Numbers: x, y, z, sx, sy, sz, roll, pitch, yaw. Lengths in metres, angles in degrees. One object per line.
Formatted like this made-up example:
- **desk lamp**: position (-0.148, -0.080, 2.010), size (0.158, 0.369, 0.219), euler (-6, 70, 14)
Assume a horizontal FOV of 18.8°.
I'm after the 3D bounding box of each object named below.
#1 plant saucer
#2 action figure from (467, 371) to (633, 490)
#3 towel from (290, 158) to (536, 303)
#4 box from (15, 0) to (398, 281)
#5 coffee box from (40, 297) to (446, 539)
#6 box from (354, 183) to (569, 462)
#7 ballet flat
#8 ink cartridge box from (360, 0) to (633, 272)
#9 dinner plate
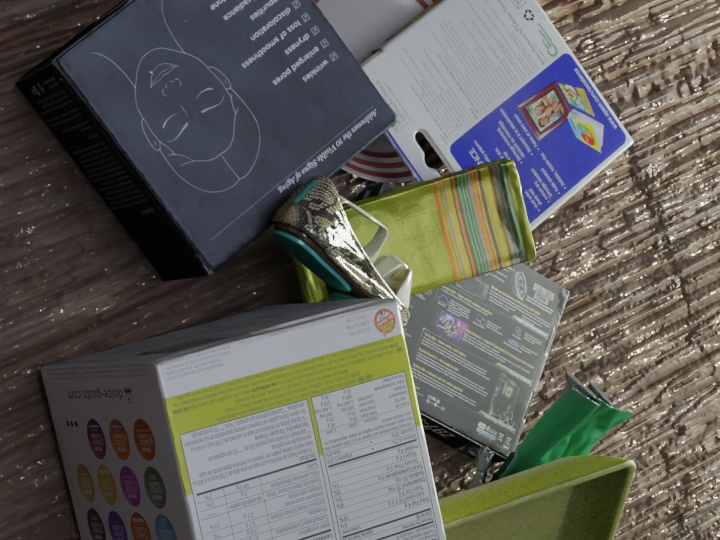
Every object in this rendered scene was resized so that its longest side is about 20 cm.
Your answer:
- **plant saucer**: position (0.105, 0.228, 1.713), size (0.200, 0.200, 0.048), euler (-16, 48, -26)
- **action figure**: position (0.125, 0.172, 1.749), size (0.200, 0.055, 0.118), euler (-50, 144, 10)
- **towel**: position (0.042, -0.024, 1.726), size (0.200, 0.018, 0.086), euler (-17, 92, -18)
- **box**: position (-0.116, -0.129, 1.649), size (0.200, 0.124, 0.197), euler (-40, 101, -20)
- **coffee box**: position (-0.086, 0.140, 1.588), size (0.200, 0.200, 0.198), euler (-15, 95, -31)
- **box**: position (0.061, 0.045, 1.781), size (0.200, 0.044, 0.160), euler (28, 70, -23)
- **ballet flat**: position (0.000, 0.000, 1.649), size (0.075, 0.068, 0.200), euler (-53, 138, -19)
- **ink cartridge box**: position (0.102, -0.129, 1.801), size (0.200, 0.047, 0.198), euler (-39, 99, -25)
- **dinner plate**: position (0.014, -0.170, 1.798), size (0.200, 0.024, 0.200), euler (4, 81, -28)
